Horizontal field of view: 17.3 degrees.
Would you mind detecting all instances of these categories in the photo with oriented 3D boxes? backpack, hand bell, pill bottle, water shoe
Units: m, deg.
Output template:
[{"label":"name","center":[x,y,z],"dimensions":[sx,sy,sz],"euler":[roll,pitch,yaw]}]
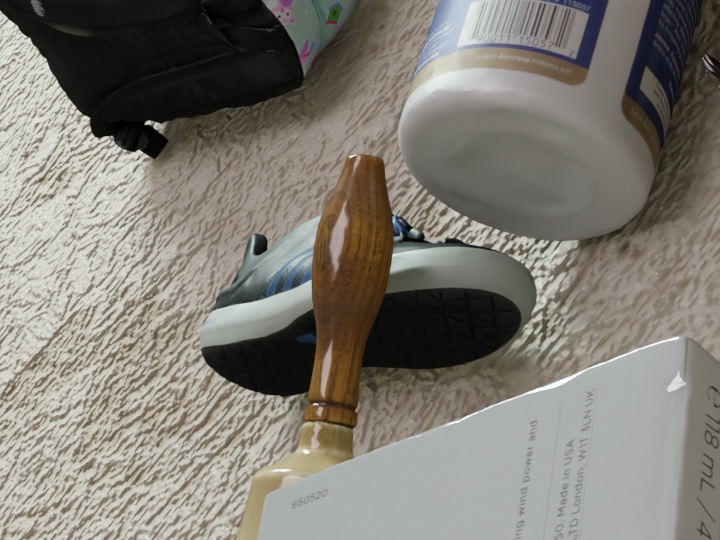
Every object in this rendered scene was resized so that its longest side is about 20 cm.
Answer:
[{"label":"backpack","center":[-0.097,-0.158,1.289],"dimensions":[0.200,0.167,0.127],"euler":[-2,51,44]},{"label":"hand bell","center":[-0.011,0.051,0.949],"dimensions":[0.104,0.104,0.200],"euler":[-6,74,50]},{"label":"pill bottle","center":[0.094,-0.123,1.038],"dimensions":[0.111,0.111,0.200],"euler":[-14,48,46]},{"label":"water shoe","center":[0.000,0.000,1.057],"dimensions":[0.200,0.071,0.079],"euler":[-14,52,47]}]

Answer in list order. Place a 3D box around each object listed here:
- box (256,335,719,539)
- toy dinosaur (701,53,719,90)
[{"label":"box","center":[0.061,0.159,0.779],"dimensions":[0.200,0.131,0.199],"euler":[-24,41,37]},{"label":"toy dinosaur","center":[0.200,-0.119,0.934],"dimensions":[0.086,0.136,0.200],"euler":[34,61,30]}]
